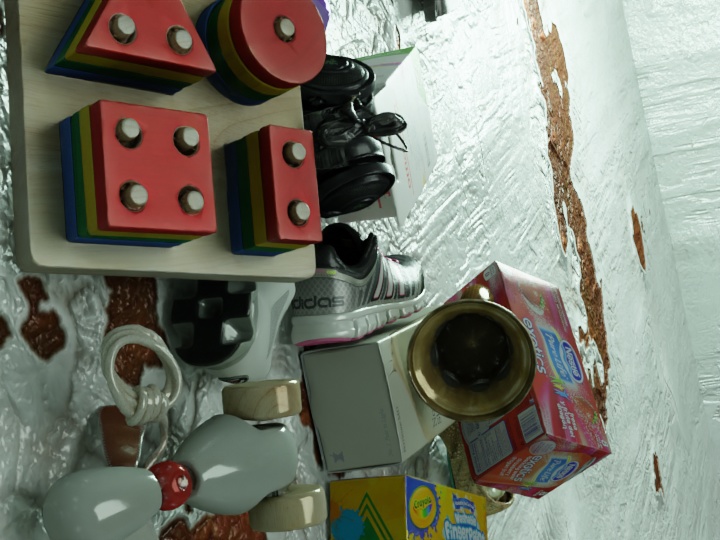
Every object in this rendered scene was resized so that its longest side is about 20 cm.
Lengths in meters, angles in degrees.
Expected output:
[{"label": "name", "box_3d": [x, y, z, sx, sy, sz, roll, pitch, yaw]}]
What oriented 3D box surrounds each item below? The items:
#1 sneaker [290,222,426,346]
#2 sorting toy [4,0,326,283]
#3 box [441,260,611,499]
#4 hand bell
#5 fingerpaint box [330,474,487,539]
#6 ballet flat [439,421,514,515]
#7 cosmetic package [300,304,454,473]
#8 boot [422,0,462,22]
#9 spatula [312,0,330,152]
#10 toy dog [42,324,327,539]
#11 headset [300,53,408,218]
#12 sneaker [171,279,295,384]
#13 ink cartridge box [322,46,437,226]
[{"label": "sneaker", "box_3d": [0.000, 0.000, 0.956, 0.200, 0.074, 0.088, -24, 109, -61]}, {"label": "sorting toy", "box_3d": [-0.100, -0.099, 0.680, 0.200, 0.069, 0.199, 3, 78, -42]}, {"label": "box", "box_3d": [0.151, 0.104, 1.106, 0.095, 0.100, 0.200, 21, 42, -35]}, {"label": "hand bell", "box_3d": [0.099, 0.046, 1.009, 0.200, 0.104, 0.104, -68, 144, -73]}, {"label": "fingerpaint box", "box_3d": [0.049, 0.268, 0.972, 0.200, 0.073, 0.167, 33, 52, -60]}, {"label": "ballet flat", "box_3d": [0.112, 0.164, 1.165, 0.071, 0.065, 0.200, -61, 136, -54]}, {"label": "cosmetic package", "box_3d": [0.029, 0.096, 0.993, 0.200, 0.073, 0.104, -21, 100, -67]}, {"label": "boot", "box_3d": [0.088, -0.391, 1.336, 0.200, 0.069, 0.175, -56, 138, -52]}, {"label": "spatula", "box_3d": [-0.044, -0.146, 0.978, 0.057, 0.020, 0.201, 34, 51, -61]}, {"label": "toy dog", "box_3d": [-0.110, 0.118, 0.677, 0.200, 0.096, 0.132, 24, 62, -46]}, {"label": "headset", "box_3d": [-0.027, -0.098, 0.845, 0.094, 0.200, 0.124, -15, 99, -25]}, {"label": "sneaker", "box_3d": [-0.080, -0.018, 0.794, 0.089, 0.074, 0.201, 45, 49, -61]}, {"label": "ink cartridge box", "box_3d": [0.013, -0.116, 1.005, 0.200, 0.067, 0.117, -60, 141, -66]}]
